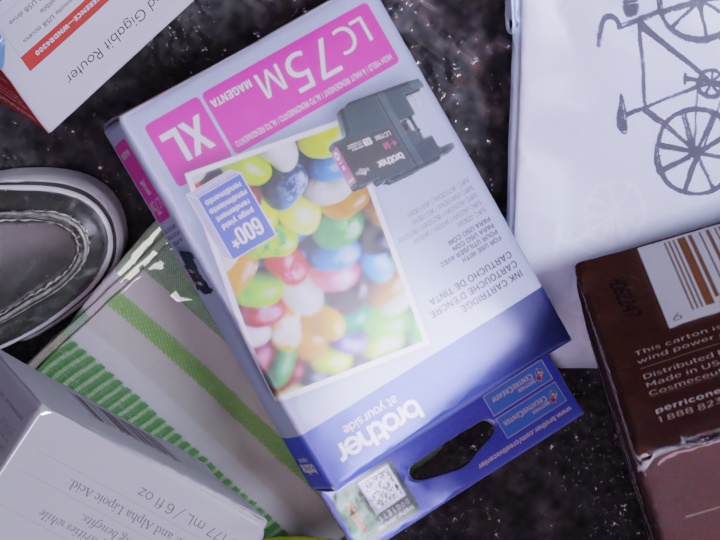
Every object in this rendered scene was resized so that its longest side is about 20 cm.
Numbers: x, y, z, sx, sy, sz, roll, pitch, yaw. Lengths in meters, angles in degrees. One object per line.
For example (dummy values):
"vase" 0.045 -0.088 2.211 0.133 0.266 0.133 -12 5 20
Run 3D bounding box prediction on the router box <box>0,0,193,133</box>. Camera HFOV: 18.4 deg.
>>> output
"router box" -0.095 -0.180 0.793 0.200 0.049 0.180 -44 133 -14

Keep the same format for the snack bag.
"snack bag" 0.153 -0.043 0.921 0.199 0.021 0.189 0 103 -2

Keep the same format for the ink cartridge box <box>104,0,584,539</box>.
"ink cartridge box" 0.000 0.000 0.885 0.119 0.042 0.200 -31 95 -16

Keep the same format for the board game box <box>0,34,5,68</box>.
"board game box" -0.241 -0.092 0.735 0.200 0.037 0.151 44 75 3

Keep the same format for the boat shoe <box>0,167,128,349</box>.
"boat shoe" -0.190 0.016 0.904 0.200 0.064 0.071 -21 103 3

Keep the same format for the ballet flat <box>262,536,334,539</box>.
"ballet flat" -0.094 0.152 0.916 0.200 0.067 0.067 -37 78 12

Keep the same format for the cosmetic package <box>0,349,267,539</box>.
"cosmetic package" -0.141 0.144 0.838 0.113 0.081 0.200 31 90 -29

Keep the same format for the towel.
"towel" -0.089 0.087 0.933 0.200 0.023 0.153 -43 105 12

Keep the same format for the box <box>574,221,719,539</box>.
"box" 0.193 0.090 0.860 0.165 0.164 0.200 -18 115 4
